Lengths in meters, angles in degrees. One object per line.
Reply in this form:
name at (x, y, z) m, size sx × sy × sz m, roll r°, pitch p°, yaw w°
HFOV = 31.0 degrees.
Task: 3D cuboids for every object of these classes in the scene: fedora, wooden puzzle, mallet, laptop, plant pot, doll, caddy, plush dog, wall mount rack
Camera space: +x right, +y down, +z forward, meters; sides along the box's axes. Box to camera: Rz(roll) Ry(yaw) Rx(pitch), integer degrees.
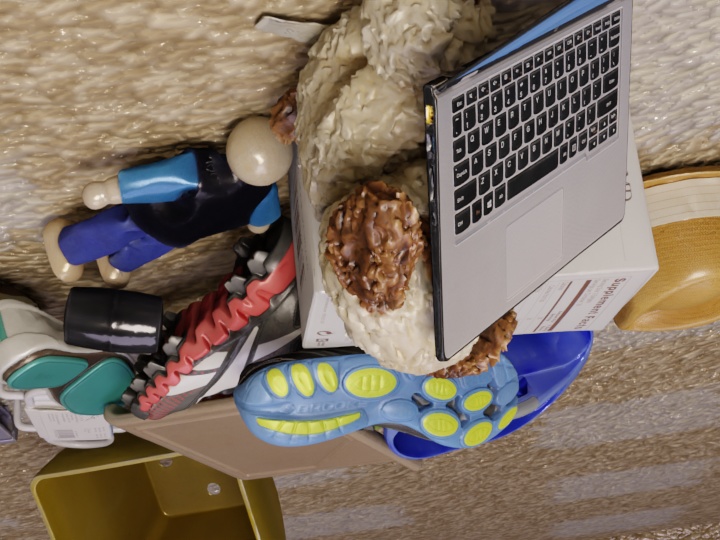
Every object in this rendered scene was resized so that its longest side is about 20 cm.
fedora at (0.230, -0.007, 0.950) m, size 0.198 × 0.083 × 0.201 m, roll -5°, pitch 160°, yaw -2°
wooden puzzle at (-0.073, 0.126, 1.026) m, size 0.198 × 0.038 × 0.185 m, roll -6°, pitch 156°, yaw 28°
mallet at (-0.185, 0.032, 0.928) m, size 0.065 × 0.042 × 0.200 m, roll 7°, pitch 178°, yaw -17°
laptop at (0.124, -0.073, 0.575) m, size 0.115 × 0.203 × 0.187 m, roll 15°, pitch -150°, yaw 34°
plant pot at (-0.173, 0.225, 1.269) m, size 0.197 × 0.202 × 0.177 m, roll -11°, pitch -158°, yaw 13°
doll at (-0.115, -0.040, 0.797) m, size 0.199 × 0.049 × 0.135 m, roll -23°, pitch 158°, yaw 39°
caddy at (0.091, 0.074, 1.004) m, size 0.198 × 0.105 × 0.142 m, roll -9°, pitch 138°, yaw -37°
plush dog at (0.020, -0.034, 0.647) m, size 0.159 × 0.174 × 0.200 m, roll -15°, pitch 151°, yaw 24°
wall mount rack at (-0.221, 0.099, 1.126) m, size 0.171 × 0.076 × 0.200 m, roll 0°, pitch 160°, yaw -7°

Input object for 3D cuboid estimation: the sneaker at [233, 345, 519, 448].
sneaker at (0.013, 0.073, 0.841) m, size 0.197 × 0.072 × 0.083 m, roll 1°, pitch -169°, yaw -20°

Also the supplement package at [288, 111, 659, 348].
supplement package at (0.060, -0.029, 0.783) m, size 0.197 × 0.119 × 0.118 m, roll -4°, pitch 161°, yaw -8°

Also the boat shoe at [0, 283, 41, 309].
boat shoe at (-0.283, 0.048, 0.948) m, size 0.074 × 0.076 × 0.203 m, roll -8°, pitch 160°, yaw 5°

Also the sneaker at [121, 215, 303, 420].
sneaker at (-0.084, 0.053, 0.894) m, size 0.098 × 0.071 × 0.200 m, roll 37°, pitch 121°, yaw -21°

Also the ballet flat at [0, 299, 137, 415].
ballet flat at (-0.218, 0.059, 0.953) m, size 0.068 × 0.070 × 0.200 m, roll -10°, pitch 166°, yaw 9°

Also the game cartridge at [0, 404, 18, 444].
game cartridge at (-0.405, 0.132, 1.208) m, size 0.128 × 0.039 × 0.200 m, roll -2°, pitch 160°, yaw -2°
